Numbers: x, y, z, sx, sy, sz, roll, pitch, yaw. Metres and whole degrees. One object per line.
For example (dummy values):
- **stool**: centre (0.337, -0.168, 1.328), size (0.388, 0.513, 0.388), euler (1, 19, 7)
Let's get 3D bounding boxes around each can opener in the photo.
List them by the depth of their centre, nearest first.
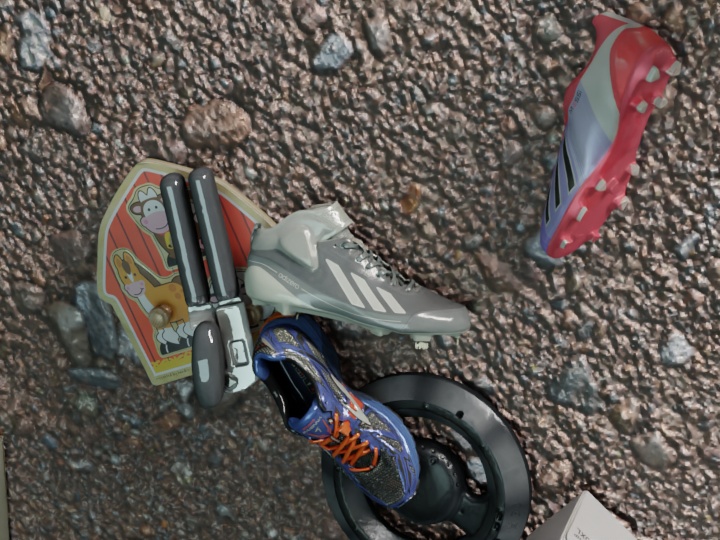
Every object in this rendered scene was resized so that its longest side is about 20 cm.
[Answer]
- **can opener**: centre (-0.129, 0.013, 1.278), size (0.052, 0.066, 0.203), euler (-10, 96, 5)

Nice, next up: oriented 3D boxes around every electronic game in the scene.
- **electronic game**: centre (0.057, 0.187, 1.333), size (0.197, 0.042, 0.203), euler (6, 107, 21)

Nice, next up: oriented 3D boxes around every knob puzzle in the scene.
- **knob puzzle**: centre (-0.157, -0.003, 1.329), size (0.217, 0.030, 0.223), euler (7, 114, 16)

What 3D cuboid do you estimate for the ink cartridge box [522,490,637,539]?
- **ink cartridge box**: centre (0.176, 0.312, 1.313), size (0.144, 0.084, 0.200), euler (43, 125, -1)

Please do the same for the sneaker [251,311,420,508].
- **sneaker**: centre (-0.028, 0.129, 1.283), size (0.200, 0.078, 0.075), euler (47, 117, 2)

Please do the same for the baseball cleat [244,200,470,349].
- **baseball cleat**: centre (0.000, 0.000, 1.257), size (0.197, 0.070, 0.108), euler (9, 100, 4)

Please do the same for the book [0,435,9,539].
- **book**: centre (-0.426, 0.252, 1.525), size (0.132, 0.048, 0.203), euler (11, 118, 17)

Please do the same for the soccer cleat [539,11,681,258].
- **soccer cleat**: centre (0.181, -0.103, 1.164), size (0.076, 0.066, 0.202), euler (44, 130, 32)
